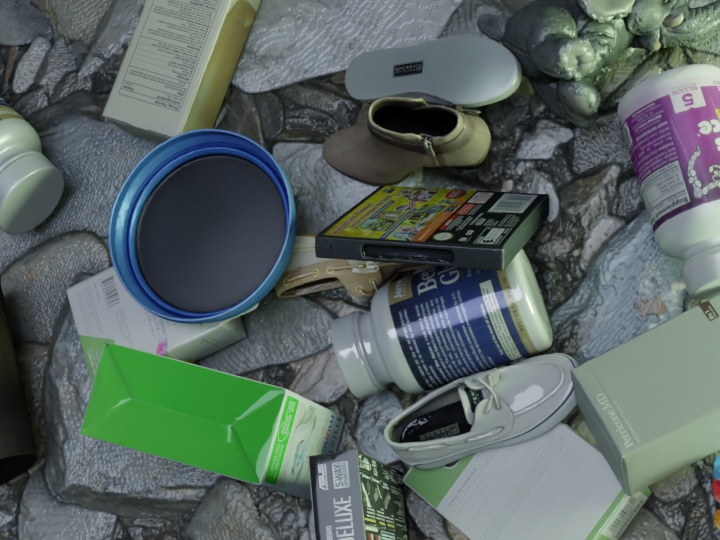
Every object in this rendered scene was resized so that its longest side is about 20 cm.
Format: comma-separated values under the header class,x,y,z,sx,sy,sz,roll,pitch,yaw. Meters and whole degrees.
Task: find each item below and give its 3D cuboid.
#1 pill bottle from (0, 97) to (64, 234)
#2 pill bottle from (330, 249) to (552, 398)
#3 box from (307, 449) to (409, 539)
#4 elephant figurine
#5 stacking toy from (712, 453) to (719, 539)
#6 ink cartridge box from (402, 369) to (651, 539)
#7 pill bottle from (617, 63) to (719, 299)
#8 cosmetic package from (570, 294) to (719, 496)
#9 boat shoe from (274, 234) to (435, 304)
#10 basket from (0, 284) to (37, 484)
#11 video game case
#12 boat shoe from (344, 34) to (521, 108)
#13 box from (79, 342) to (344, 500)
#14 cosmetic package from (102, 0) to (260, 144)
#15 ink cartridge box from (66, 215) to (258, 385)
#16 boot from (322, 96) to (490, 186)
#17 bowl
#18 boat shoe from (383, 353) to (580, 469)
class,x,y,z,sx,sy,sz,roll,pitch,yaw
pill bottle,-0.424,-0.135,1.615,0.200,0.120,0.120,40,92,21
pill bottle,0.077,0.054,1.412,0.198,0.111,0.112,-20,72,12
box,0.005,0.256,1.343,0.049,0.200,0.160,-8,76,12
elephant figurine,0.250,-0.247,1.429,0.200,0.141,0.155,-43,110,-4
stacking toy,0.357,0.267,1.291,0.109,0.116,0.203,9,94,23
ink cartridge box,0.155,0.206,1.389,0.200,0.048,0.146,37,91,37
pill bottle,0.319,-0.080,1.363,0.111,0.112,0.202,-18,73,13
cosmetic package,0.299,0.103,1.312,0.198,0.091,0.107,-26,54,-6
boat shoe,0.000,0.000,1.476,0.198,0.074,0.070,-2,80,27
basket,-0.433,0.130,1.555,0.179,0.136,0.202,-26,75,5
video game case,0.074,-0.043,1.397,0.179,0.200,0.026,4,108,19
boat shoe,0.081,-0.194,1.474,0.198,0.063,0.072,5,80,35
box,-0.140,0.148,1.427,0.198,0.176,0.098,12,80,20
cosmetic package,-0.192,-0.237,1.587,0.104,0.071,0.202,19,84,20
ink cartridge box,-0.197,0.037,1.529,0.198,0.067,0.118,-24,70,12
boot,0.035,-0.135,1.450,0.198,0.146,0.071,1,79,18
bowl,-0.158,-0.042,1.478,0.198,0.039,0.203,-5,73,15
boat shoe,0.114,0.128,1.377,0.198,0.066,0.073,-21,61,20
